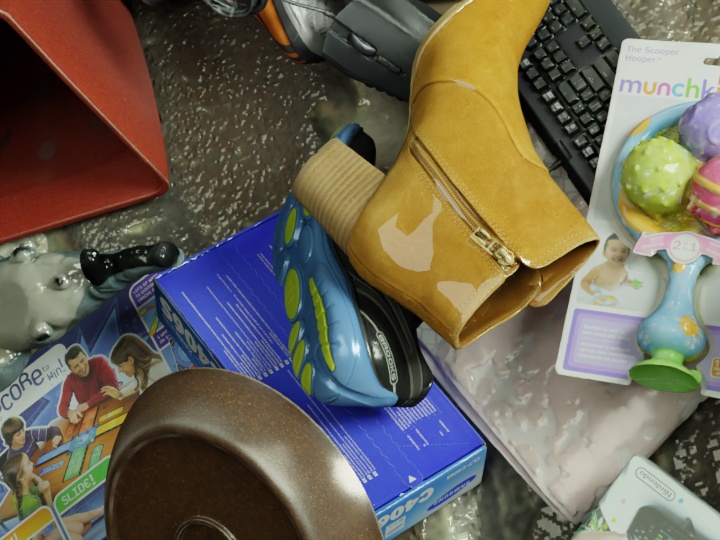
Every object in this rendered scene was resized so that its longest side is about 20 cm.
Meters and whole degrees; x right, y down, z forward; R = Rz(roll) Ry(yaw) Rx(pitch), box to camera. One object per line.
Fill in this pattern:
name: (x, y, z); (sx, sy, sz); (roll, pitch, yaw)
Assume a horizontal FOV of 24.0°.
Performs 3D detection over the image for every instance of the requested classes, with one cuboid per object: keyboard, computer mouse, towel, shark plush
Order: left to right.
shark plush: (-0.176, 0.001, 1.009); (0.200, 0.083, 0.091); (-34, 77, 44)
computer mouse: (-0.023, -0.146, 0.984); (0.059, 0.199, 0.034); (-57, 21, 34)
keyboard: (0.120, -0.069, 0.937); (0.127, 0.021, 0.200); (-35, 62, 7)
towel: (0.125, 0.006, 0.940); (0.200, 0.032, 0.191); (-47, 61, 5)

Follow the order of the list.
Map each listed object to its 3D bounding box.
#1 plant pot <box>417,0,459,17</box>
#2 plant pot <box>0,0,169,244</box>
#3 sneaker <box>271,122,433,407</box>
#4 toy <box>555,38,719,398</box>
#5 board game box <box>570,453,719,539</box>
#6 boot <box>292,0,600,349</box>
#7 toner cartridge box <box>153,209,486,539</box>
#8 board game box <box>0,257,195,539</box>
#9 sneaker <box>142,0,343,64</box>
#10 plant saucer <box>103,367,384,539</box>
plant pot: (0.040, -0.246, 0.978); (0.200, 0.093, 0.202); (1, 97, 6)
plant pot: (-0.249, -0.147, 1.081); (0.199, 0.200, 0.177); (-14, 55, 20)
sneaker: (0.000, 0.000, 0.950); (0.071, 0.082, 0.200); (-51, 32, 36)
toy: (0.172, -0.037, 0.871); (0.115, 0.047, 0.201); (7, 71, 17)
board game box: (0.142, 0.218, 0.846); (0.147, 0.064, 0.200); (37, 92, 30)
boot: (0.076, -0.060, 0.897); (0.144, 0.071, 0.201); (39, 76, 25)
toner cartridge box: (-0.026, 0.061, 0.962); (0.095, 0.043, 0.200); (-29, 59, -20)
board game box: (-0.158, 0.099, 1.036); (0.200, 0.034, 0.136); (-37, 62, 9)
sneaker: (-0.088, -0.189, 1.085); (0.112, 0.077, 0.201); (-36, 57, 19)
plant saucer: (-0.072, 0.152, 0.919); (0.200, 0.034, 0.201); (15, 116, 35)
